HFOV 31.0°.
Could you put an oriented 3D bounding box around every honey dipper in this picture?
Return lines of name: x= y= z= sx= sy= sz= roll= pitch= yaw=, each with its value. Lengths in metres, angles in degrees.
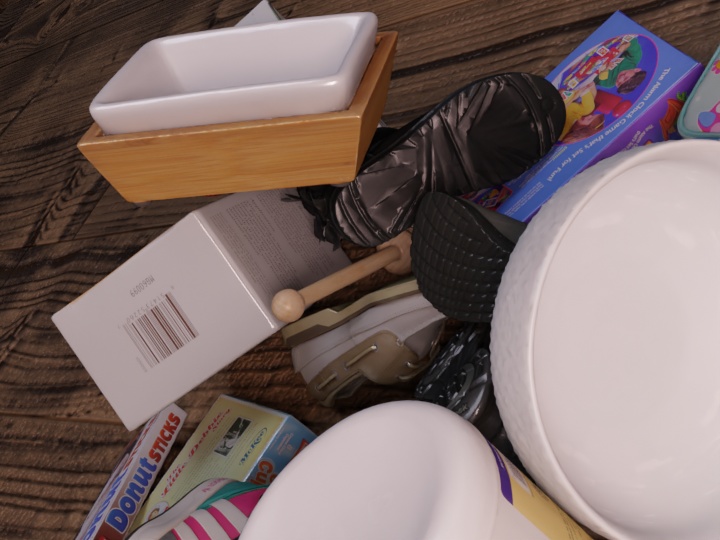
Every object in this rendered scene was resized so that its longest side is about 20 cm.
honey dipper: x=0.000 y=0.000 z=0.937 sx=0.038 sy=0.038 sz=0.200 roll=-24 pitch=1 yaw=34

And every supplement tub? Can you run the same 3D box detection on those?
supplement tub: x=0.051 y=0.169 z=0.595 sx=0.145 sy=0.200 sz=0.146 roll=-32 pitch=31 yaw=23

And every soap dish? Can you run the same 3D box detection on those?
soap dish: x=-0.078 y=-0.115 z=0.919 sx=0.199 sy=0.082 sz=0.158 roll=-4 pitch=29 yaw=13

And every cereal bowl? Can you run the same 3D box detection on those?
cereal bowl: x=0.146 y=0.037 z=0.645 sx=0.200 sy=0.200 sz=0.083 roll=-54 pitch=20 yaw=-14

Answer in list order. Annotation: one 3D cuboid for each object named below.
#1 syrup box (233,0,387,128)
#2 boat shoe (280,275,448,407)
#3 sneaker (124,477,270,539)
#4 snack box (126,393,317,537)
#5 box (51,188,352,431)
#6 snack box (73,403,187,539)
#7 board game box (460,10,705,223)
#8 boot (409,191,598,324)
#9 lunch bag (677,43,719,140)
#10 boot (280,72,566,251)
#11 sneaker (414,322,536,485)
syrup box: x=-0.034 y=-0.119 z=1.071 sx=0.081 sy=0.200 sz=0.079 roll=-42 pitch=29 yaw=7
boat shoe: x=0.027 y=0.044 z=0.919 sx=0.075 sy=0.069 sz=0.200 roll=-17 pitch=-4 yaw=-43
sneaker: x=-0.063 y=0.181 z=0.753 sx=0.120 sy=0.084 sz=0.200 roll=0 pitch=16 yaw=19
snack box: x=-0.124 y=0.189 z=0.970 sx=0.200 sy=0.037 sz=0.116 roll=-56 pitch=28 yaw=-16
box: x=-0.116 y=0.017 z=1.023 sx=0.152 sy=0.107 sz=0.200 roll=-35 pitch=1 yaw=20
snack box: x=-0.194 y=0.188 z=1.024 sx=0.072 sy=0.024 sz=0.200 roll=-45 pitch=13 yaw=32
board game box: x=0.152 y=-0.088 z=0.947 sx=0.200 sy=0.045 sz=0.135 roll=-42 pitch=29 yaw=8
boot: x=0.125 y=0.008 z=0.788 sx=0.200 sy=0.130 sz=0.068 roll=34 pitch=115 yaw=54
lunch bag: x=0.292 y=-0.133 z=0.784 sx=0.200 sy=0.077 sz=0.160 roll=-55 pitch=28 yaw=-15
boot: x=0.041 y=-0.085 z=0.970 sx=0.198 sy=0.074 sz=0.162 roll=-32 pitch=14 yaw=-6
sneaker: x=0.086 y=0.083 z=0.794 sx=0.076 sy=0.091 sz=0.200 roll=-51 pitch=5 yaw=15
